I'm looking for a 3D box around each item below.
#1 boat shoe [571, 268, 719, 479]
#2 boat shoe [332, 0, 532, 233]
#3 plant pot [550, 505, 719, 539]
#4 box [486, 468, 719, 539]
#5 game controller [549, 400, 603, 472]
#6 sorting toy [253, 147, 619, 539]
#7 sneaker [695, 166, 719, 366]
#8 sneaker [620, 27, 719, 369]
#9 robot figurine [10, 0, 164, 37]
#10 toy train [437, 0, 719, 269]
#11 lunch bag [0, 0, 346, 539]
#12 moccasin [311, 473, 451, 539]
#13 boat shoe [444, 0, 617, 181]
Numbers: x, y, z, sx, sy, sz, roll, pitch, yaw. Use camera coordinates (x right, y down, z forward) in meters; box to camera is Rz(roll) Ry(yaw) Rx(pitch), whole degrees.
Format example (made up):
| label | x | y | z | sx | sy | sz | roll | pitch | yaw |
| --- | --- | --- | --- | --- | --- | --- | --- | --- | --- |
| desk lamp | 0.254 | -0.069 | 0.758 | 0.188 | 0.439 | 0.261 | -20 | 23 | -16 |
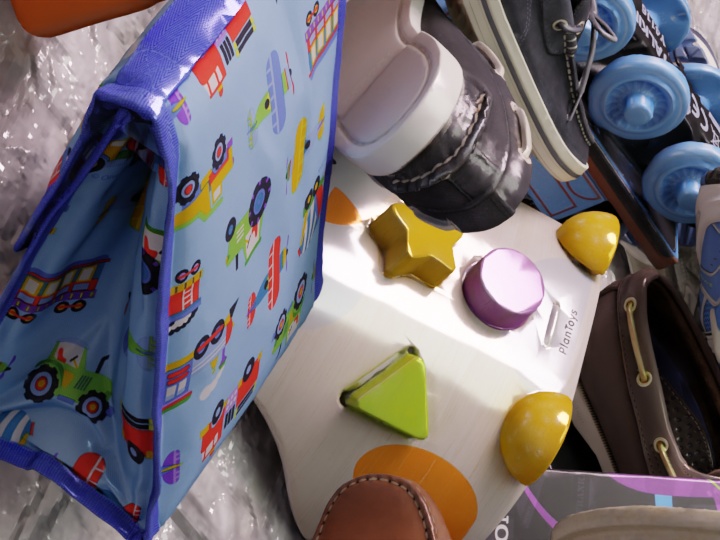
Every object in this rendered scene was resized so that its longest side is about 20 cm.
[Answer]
| label | x | y | z | sx | sy | sz | roll | pitch | yaw |
| --- | --- | --- | --- | --- | --- | --- | --- | --- | --- |
| boat shoe | 0.153 | 0.096 | 1.206 | 0.072 | 0.059 | 0.200 | -9 | 68 | -45 |
| boat shoe | 0.022 | -0.067 | 1.038 | 0.060 | 0.074 | 0.200 | 41 | 5 | -19 |
| plant pot | 0.151 | 0.207 | 1.012 | 0.200 | 0.200 | 0.184 | 32 | 66 | -46 |
| box | 0.137 | 0.160 | 1.146 | 0.199 | 0.036 | 0.144 | 4 | 84 | -9 |
| game controller | 0.126 | 0.142 | 1.226 | 0.104 | 0.042 | 0.201 | 1 | 61 | -41 |
| sorting toy | 0.000 | 0.000 | 1.095 | 0.180 | 0.107 | 0.200 | 34 | 51 | -21 |
| sneaker | 0.186 | 0.027 | 1.222 | 0.200 | 0.075 | 0.077 | 52 | 42 | -57 |
| sneaker | 0.165 | -0.026 | 1.351 | 0.085 | 0.077 | 0.201 | -19 | 104 | -62 |
| robot figurine | -0.112 | -0.188 | 0.954 | 0.143 | 0.117 | 0.201 | -20 | 99 | -16 |
| toy train | 0.097 | -0.084 | 1.220 | 0.200 | 0.114 | 0.087 | 52 | 30 | -34 |
| lunch bag | -0.057 | -0.035 | 0.905 | 0.094 | 0.200 | 0.151 | 27 | 42 | 6 |
| moccasin | -0.018 | 0.151 | 0.878 | 0.078 | 0.073 | 0.202 | 54 | 48 | -41 |
| boat shoe | 0.069 | -0.110 | 1.085 | 0.075 | 0.062 | 0.200 | 58 | -5 | 43 |
